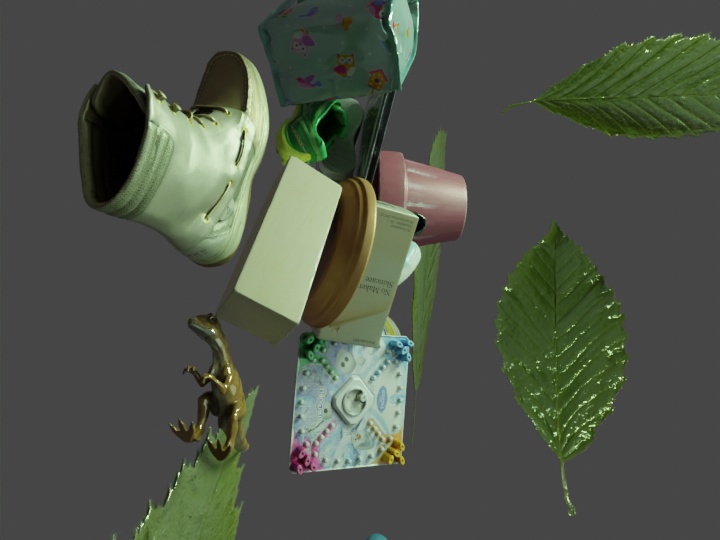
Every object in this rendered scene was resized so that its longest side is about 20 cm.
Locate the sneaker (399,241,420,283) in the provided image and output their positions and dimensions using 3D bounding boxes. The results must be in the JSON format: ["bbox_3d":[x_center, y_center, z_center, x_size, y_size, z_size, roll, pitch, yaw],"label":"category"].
[{"bbox_3d":[0.011,-0.009,0.842,0.198,0.074,0.083,-31,130,-20],"label":"sneaker"}]

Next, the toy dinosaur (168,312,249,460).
[{"bbox_3d":[-0.131,0.142,0.529,0.107,0.059,0.204,-63,152,-60],"label":"toy dinosaur"}]

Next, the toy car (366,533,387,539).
[{"bbox_3d":[0.082,0.702,1.152,0.184,0.196,0.181,0,92,-74],"label":"toy car"}]

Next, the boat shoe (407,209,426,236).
[{"bbox_3d":[0.025,-0.073,0.869,0.197,0.066,0.072,0,89,-33],"label":"boat shoe"}]

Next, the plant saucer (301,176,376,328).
[{"bbox_3d":[-0.044,-0.028,0.688,0.200,0.037,0.203,-46,-146,44],"label":"plant saucer"}]

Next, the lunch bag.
[{"bbox_3d":[-0.015,-0.308,0.677,0.202,0.167,0.123,-73,155,-45],"label":"lunch bag"}]

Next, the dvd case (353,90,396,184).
[{"bbox_3d":[0.011,-0.189,0.780,0.200,0.016,0.152,-122,-134,-76],"label":"dvd case"}]

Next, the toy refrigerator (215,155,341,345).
[{"bbox_3d":[-0.088,-0.026,0.600,0.070,0.075,0.203,-41,-152,48],"label":"toy refrigerator"}]

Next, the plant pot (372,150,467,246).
[{"bbox_3d":[0.108,-0.129,1.049,0.200,0.175,0.205,-178,-90,-84],"label":"plant pot"}]

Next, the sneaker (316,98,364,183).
[{"bbox_3d":[-0.042,-0.178,0.830,0.115,0.071,0.203,104,-5,-51],"label":"sneaker"}]

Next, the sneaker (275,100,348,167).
[{"bbox_3d":[-0.052,-0.207,0.723,0.075,0.082,0.202,74,23,-48],"label":"sneaker"}]

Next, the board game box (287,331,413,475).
[{"bbox_3d":[-0.008,0.200,0.807,0.197,0.026,0.204,7,86,-30],"label":"board game box"}]

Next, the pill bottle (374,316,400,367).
[{"bbox_3d":[0.011,0.130,0.957,0.200,0.112,0.117,23,71,-74],"label":"pill bottle"}]

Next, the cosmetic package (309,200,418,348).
[{"bbox_3d":[0.000,0.000,0.766,0.073,0.102,0.204,-137,-120,-64],"label":"cosmetic package"}]

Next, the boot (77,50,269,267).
[{"bbox_3d":[-0.143,-0.119,0.429,0.155,0.071,0.204,41,53,-68],"label":"boot"}]
